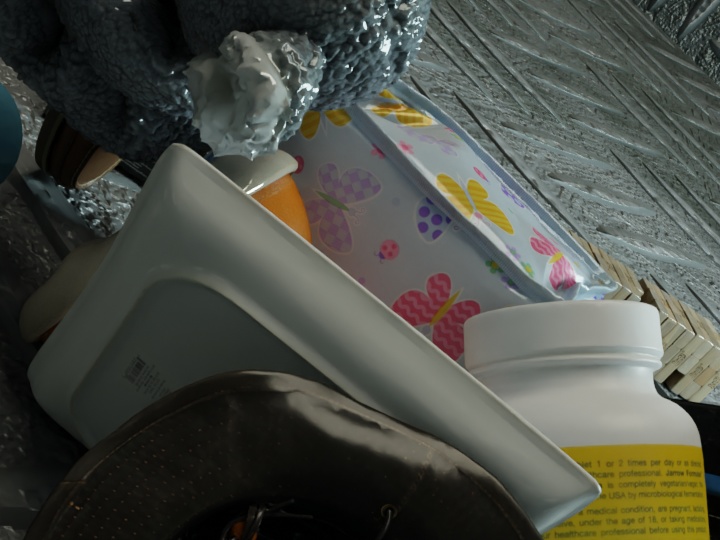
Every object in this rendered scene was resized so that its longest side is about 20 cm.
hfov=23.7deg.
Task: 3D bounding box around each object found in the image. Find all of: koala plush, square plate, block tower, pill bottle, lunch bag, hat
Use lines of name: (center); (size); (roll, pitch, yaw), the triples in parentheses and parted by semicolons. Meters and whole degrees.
koala plush: (-0.045, -0.118, 0.708); (0.200, 0.177, 0.184); (18, -42, 45)
square plate: (-0.035, 0.068, 0.674); (0.198, 0.200, 0.028); (39, 51, -2)
block tower: (0.204, 0.032, 1.349); (0.200, 0.058, 0.054); (33, 21, -25)
pill bottle: (0.091, 0.118, 0.723); (0.112, 0.112, 0.200); (11, 73, -53)
lunch bag: (0.000, 0.000, 0.872); (0.200, 0.170, 0.127); (44, 20, 12)
hat: (-0.031, 0.136, 0.605); (0.201, 0.201, 0.081); (37, -17, -8)

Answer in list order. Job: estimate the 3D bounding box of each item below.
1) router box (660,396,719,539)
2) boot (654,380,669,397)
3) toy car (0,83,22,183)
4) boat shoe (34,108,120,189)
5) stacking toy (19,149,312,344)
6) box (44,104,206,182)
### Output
router box: (0.162, 0.135, 0.768); (0.200, 0.149, 0.051); (5, -6, 45)
boot: (0.198, 0.106, 1.157); (0.200, 0.073, 0.151); (27, 23, -20)
toy car: (-0.217, -0.148, 0.754); (0.177, 0.200, 0.184); (48, 21, 21)
boat shoe: (-0.096, -0.099, 0.882); (0.068, 0.200, 0.072); (46, 33, 3)
stacking toy: (-0.046, 0.058, 0.774); (0.200, 0.146, 0.146); (57, 20, -1)
box: (-0.088, -0.086, 1.085); (0.200, 0.048, 0.193); (36, 18, -10)
